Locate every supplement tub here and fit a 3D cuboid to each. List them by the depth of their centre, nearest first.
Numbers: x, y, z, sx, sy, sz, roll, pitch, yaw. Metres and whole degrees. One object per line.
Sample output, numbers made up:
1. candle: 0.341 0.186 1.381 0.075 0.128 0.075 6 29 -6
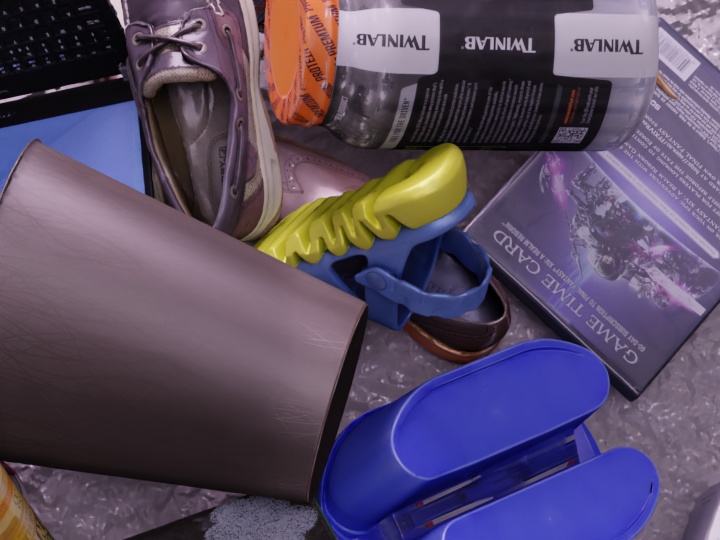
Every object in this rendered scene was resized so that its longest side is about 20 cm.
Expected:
1. supplement tub: 0.054 -0.127 1.612 0.199 0.122 0.123 -1 77 -17

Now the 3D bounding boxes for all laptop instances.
1. laptop: -0.220 -0.089 1.642 0.176 0.201 0.104 -11 39 16

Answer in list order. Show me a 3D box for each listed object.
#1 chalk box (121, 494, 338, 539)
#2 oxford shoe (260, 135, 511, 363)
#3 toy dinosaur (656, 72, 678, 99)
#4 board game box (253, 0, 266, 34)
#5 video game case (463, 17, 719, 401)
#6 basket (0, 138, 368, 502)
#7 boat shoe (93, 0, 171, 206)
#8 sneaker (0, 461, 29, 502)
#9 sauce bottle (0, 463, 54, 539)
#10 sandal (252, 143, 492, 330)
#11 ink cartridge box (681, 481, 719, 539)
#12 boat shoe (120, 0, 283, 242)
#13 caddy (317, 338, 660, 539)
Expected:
1. chalk box: -0.044 0.236 1.577 0.124 0.124 0.200 -19 47 -13
2. oxford shoe: 0.006 -0.023 1.713 0.199 0.073 0.072 32 75 0
3. toy dinosaur: 0.089 -0.161 1.710 0.199 0.060 0.107 1 104 -16
4. board game box: 0.002 -0.201 1.738 0.199 0.062 0.201 5 76 -22
5. video game case: 0.171 -0.039 1.758 0.143 0.019 0.200 42 68 2
6. basket: -0.106 0.044 1.582 0.199 0.136 0.181 17 102 5
7. boat shoe: -0.115 -0.106 1.715 0.074 0.075 0.203 -9 79 -17
8. sneaker: -0.237 0.196 1.626 0.080 0.075 0.201 22 74 -3
9. sauce bottle: -0.186 0.173 1.594 0.066 0.200 0.066 -17 41 15
10. sandal: 0.000 0.000 1.629 0.079 0.200 0.087 -44 107 -37
11. ink cartridge box: 0.220 0.237 1.691 0.115 0.068 0.201 24 75 -3
12. boat shoe: -0.095 -0.111 1.632 0.072 0.065 0.201 -12 94 19
13. caddy: 0.071 0.126 1.668 0.199 0.105 0.142 -20 79 -34
